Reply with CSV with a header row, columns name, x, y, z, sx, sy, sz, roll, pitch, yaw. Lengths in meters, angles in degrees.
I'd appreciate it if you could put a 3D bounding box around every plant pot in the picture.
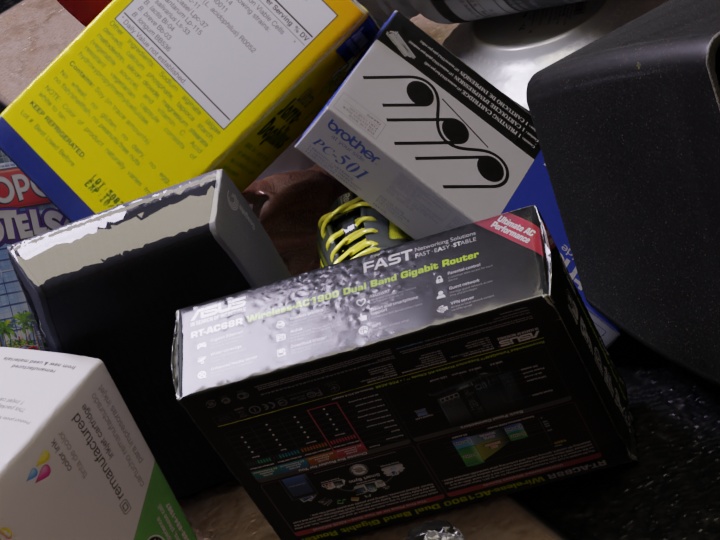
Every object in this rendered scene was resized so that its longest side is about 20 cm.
name,x,y,z,sx,sy,sz,roll,pitch,yaw
plant pot,0.202,-0.058,1.278,0.200,0.200,0.177,-30,21,-33

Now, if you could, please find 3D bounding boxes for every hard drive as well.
name,x,y,z,sx,sy,sz,roll,pitch,yaw
hard drive,-0.094,0.044,1.339,0.135,0.200,0.042,-19,44,5

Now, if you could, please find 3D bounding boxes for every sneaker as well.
name,x,y,z,sx,sy,sz,roll,pitch,yaw
sneaker,0.000,0.000,1.378,0.074,0.085,0.200,-28,0,9

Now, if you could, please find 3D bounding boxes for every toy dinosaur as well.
name,x,y,z,sx,sy,sz,roll,pitch,yaw
toy dinosaur,-0.026,-0.029,1.497,0.135,0.086,0.200,-15,41,14

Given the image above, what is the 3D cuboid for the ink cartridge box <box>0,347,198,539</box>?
name,x,y,z,sx,sy,sz,roll,pitch,yaw
ink cartridge box,-0.188,0.159,1.276,0.084,0.145,0.200,4,42,38

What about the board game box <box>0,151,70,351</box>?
name,x,y,z,sx,sy,sz,roll,pitch,yaw
board game box,-0.231,-0.037,1.476,0.200,0.200,0.062,-13,-6,-43

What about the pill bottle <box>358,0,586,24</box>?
name,x,y,z,sx,sy,sz,roll,pitch,yaw
pill bottle,0.085,-0.212,1.517,0.200,0.114,0.114,-7,36,26

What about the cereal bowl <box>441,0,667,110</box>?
name,x,y,z,sx,sy,sz,roll,pitch,yaw
cereal bowl,0.125,-0.131,1.558,0.200,0.083,0.200,-18,31,11

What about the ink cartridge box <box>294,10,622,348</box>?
name,x,y,z,sx,sy,sz,roll,pitch,yaw
ink cartridge box,0.071,-0.045,1.370,0.044,0.200,0.094,-47,8,49

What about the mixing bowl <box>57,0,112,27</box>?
name,x,y,z,sx,sy,sz,roll,pitch,yaw
mixing bowl,-0.105,-0.198,1.566,0.200,0.108,0.200,-18,32,12

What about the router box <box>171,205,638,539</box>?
name,x,y,z,sx,sy,sz,roll,pitch,yaw
router box,0.024,0.059,1.271,0.200,0.150,0.062,-16,48,13

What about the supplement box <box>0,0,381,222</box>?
name,x,y,z,sx,sy,sz,roll,pitch,yaw
supplement box,-0.095,-0.104,1.416,0.200,0.109,0.110,-44,-8,2

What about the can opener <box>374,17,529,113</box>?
name,x,y,z,sx,sy,sz,roll,pitch,yaw
can opener,0.066,-0.081,1.471,0.200,0.053,0.066,36,21,21

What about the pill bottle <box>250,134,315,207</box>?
name,x,y,z,sx,sy,sz,roll,pitch,yaw
pill bottle,-0.049,-0.141,1.659,0.116,0.116,0.200,-7,35,26

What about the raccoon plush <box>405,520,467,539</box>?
name,x,y,z,sx,sy,sz,roll,pitch,yaw
raccoon plush,0.024,0.201,1.132,0.134,0.097,0.200,-36,33,-5
